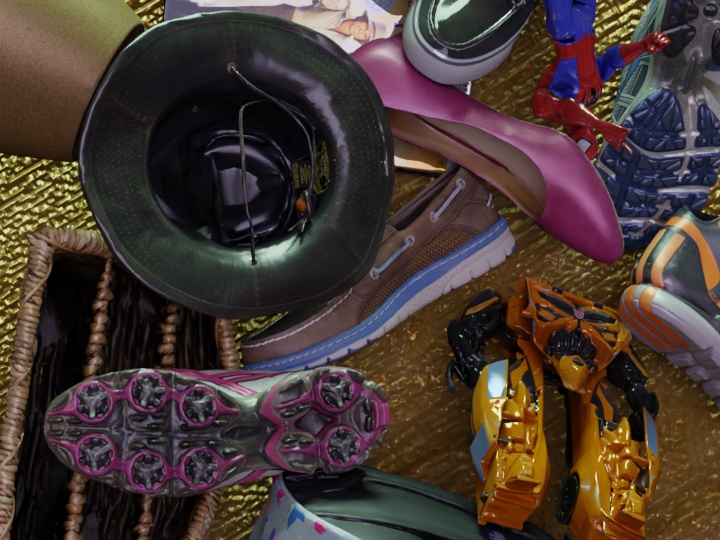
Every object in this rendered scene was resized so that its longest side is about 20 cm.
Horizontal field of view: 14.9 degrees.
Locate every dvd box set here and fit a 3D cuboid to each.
[{"bbox_3d":[-0.027,-0.141,1.723,0.198,0.029,0.148,8,85,-6],"label":"dvd box set"}]

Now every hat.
[{"bbox_3d":[-0.082,-0.058,1.623,0.199,0.081,0.202,4,80,-25],"label":"hat"}]

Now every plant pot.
[{"bbox_3d":[-0.234,-0.151,1.609,0.199,0.186,0.187,26,81,4],"label":"plant pot"}]

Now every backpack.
[{"bbox_3d":[0.023,0.196,1.616,0.199,0.178,0.151,26,98,-14],"label":"backpack"}]

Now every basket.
[{"bbox_3d":[-0.141,0.087,1.626,0.142,0.149,0.202,9,82,-6],"label":"basket"}]

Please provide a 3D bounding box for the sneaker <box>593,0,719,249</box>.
[{"bbox_3d":[0.195,-0.109,1.729,0.077,0.085,0.201,19,104,-10],"label":"sneaker"}]

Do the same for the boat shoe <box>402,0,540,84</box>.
[{"bbox_3d":[0.092,-0.191,1.690,0.068,0.057,0.200,35,52,7],"label":"boat shoe"}]

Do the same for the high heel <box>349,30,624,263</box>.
[{"bbox_3d":[0.069,-0.066,1.660,0.096,0.067,0.200,-35,81,-30],"label":"high heel"}]

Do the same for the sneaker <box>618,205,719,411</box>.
[{"bbox_3d":[0.256,0.033,1.703,0.200,0.077,0.112,41,68,-26],"label":"sneaker"}]

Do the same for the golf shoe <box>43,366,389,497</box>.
[{"bbox_3d":[-0.088,0.093,1.583,0.198,0.092,0.073,0,87,-18],"label":"golf shoe"}]

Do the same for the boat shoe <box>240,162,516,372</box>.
[{"bbox_3d":[0.000,0.000,1.679,0.199,0.072,0.073,-31,101,-28],"label":"boat shoe"}]

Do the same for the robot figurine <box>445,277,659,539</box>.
[{"bbox_3d":[0.122,0.083,1.655,0.144,0.058,0.201,19,41,-14],"label":"robot figurine"}]

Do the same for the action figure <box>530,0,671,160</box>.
[{"bbox_3d":[0.144,-0.151,1.644,0.065,0.099,0.201,-27,125,-37],"label":"action figure"}]
